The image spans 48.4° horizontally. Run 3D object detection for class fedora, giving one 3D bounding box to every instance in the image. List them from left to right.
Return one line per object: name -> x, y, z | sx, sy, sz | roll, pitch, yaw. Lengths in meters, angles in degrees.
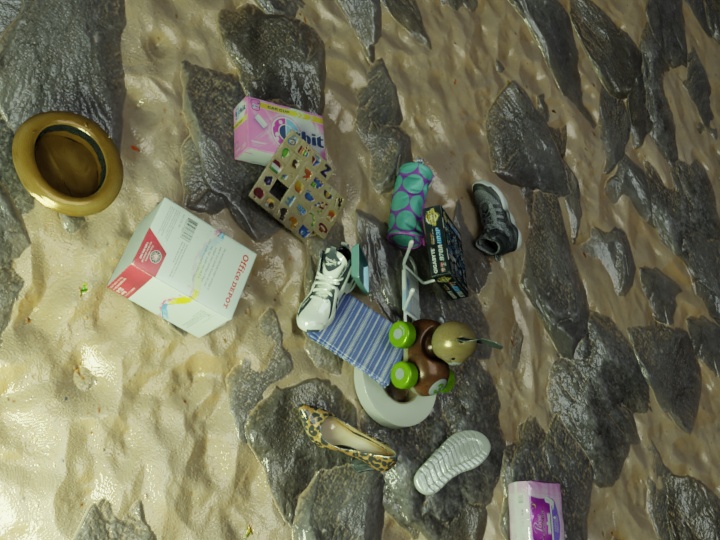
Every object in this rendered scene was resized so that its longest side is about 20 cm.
fedora -> -0.511, -0.175, 1.391 | 0.198, 0.082, 0.203 | 15, 60, -28

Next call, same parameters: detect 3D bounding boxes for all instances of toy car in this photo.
toy car -> 0.183, 0.167, 1.624 | 0.163, 0.198, 0.160 | 14, 68, -47

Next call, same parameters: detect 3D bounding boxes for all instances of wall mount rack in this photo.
wall mount rack -> 0.123, 0.035, 1.745 | 0.174, 0.074, 0.203 | 41, 41, -48

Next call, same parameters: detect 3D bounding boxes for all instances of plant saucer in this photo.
plant saucer -> 0.000, 0.000, 1.650 | 0.019, 0.200, 0.071 | -2, 78, 7

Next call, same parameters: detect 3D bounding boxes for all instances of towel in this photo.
towel -> -0.002, 0.136, 1.655 | 0.199, 0.024, 0.146 | 34, 50, -4

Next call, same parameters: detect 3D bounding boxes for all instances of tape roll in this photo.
tape roll -> 0.077, 0.232, 1.698 | 0.201, 0.037, 0.206 | 14, 65, -32

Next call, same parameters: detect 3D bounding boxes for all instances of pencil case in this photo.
pencil case -> 0.117, -0.150, 1.834 | 0.091, 0.085, 0.203 | 5, 64, 13

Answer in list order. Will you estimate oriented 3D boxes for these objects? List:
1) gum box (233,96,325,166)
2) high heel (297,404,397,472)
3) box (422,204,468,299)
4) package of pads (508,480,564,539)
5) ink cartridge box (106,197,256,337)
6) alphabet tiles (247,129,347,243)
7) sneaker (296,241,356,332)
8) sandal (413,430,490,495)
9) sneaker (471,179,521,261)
gum box -> -0.165, -0.280, 1.690 | 0.198, 0.066, 0.115 | 8, 70, -34
high heel -> -0.021, 0.310, 1.530 | 0.200, 0.142, 0.072 | 44, 53, -15
box -> 0.194, -0.037, 1.805 | 0.200, 0.045, 0.161 | 40, 42, -65
package of pads -> 0.390, 0.572, 1.777 | 0.119, 0.075, 0.203 | 14, 66, -33
ink cartridge box -> -0.315, 0.001, 1.428 | 0.199, 0.144, 0.147 | 33, 56, -22
alphabet tiles -> -0.118, -0.164, 1.670 | 0.200, 0.008, 0.168 | 40, 73, -31
sneaker -> -0.068, 0.020, 1.602 | 0.079, 0.131, 0.199 | 23, 47, 25
sandal -> 0.190, 0.406, 1.713 | 0.201, 0.050, 0.083 | -25, 74, -26
sneaker -> 0.319, -0.121, 1.978 | 0.113, 0.075, 0.202 | -35, 97, -41
